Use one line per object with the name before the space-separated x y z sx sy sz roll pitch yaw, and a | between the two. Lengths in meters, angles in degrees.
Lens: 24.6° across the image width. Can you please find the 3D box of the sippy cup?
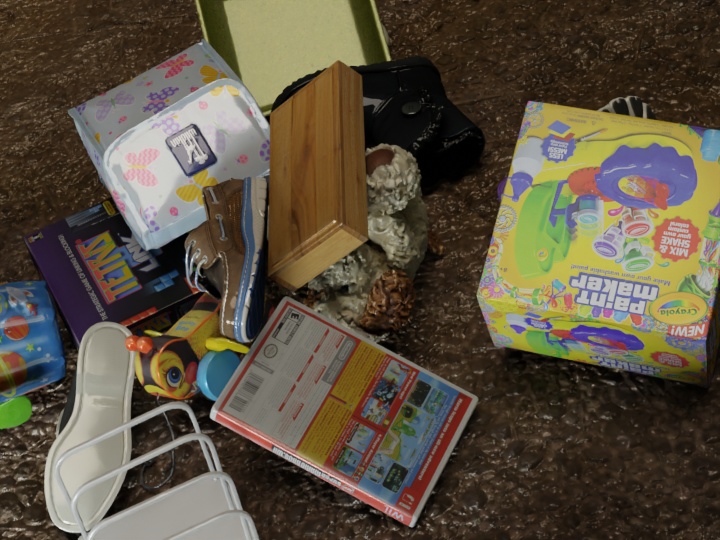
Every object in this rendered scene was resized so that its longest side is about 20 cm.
sippy cup | -0.352 0.069 1.576 0.129 0.140 0.180 -13 79 -15

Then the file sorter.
file sorter | -0.154 0.225 1.345 0.138 0.125 0.200 -24 42 -11

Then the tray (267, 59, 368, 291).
tray | -0.041 -0.089 1.515 0.098 0.037 0.202 -34 42 34

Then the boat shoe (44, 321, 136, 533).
boat shoe | -0.244 0.147 1.499 0.073 0.060 0.202 7 62 -9

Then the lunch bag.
lunch bag | -0.176 -0.120 1.640 0.168 0.128 0.200 -28 43 -8

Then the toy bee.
toy bee | -0.155 0.078 1.488 0.130 0.109 0.201 -15 40 29

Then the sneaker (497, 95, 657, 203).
sneaker | 0.216 -0.115 1.644 0.199 0.081 0.083 -25 9 -27

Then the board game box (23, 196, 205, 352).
board game box | -0.230 0.003 1.658 0.164 0.057 0.200 -25 42 -13

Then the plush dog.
plush dog | 0.000 0.000 1.560 0.199 0.160 0.173 -14 48 46

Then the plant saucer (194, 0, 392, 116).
plant saucer | -0.076 -0.269 1.863 0.198 0.048 0.202 -16 71 4

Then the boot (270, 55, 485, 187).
boot | 0.016 -0.148 1.734 0.198 0.077 0.169 -14 37 -9

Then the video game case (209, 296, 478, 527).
video game case | -0.012 0.119 1.437 0.199 0.018 0.143 27 52 7

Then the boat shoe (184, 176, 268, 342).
boat shoe | -0.122 -0.008 1.493 0.071 0.073 0.201 0 38 0

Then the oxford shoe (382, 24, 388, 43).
oxford shoe | -0.053 -0.291 1.929 0.199 0.058 0.075 26 56 18

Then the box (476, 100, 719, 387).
box | 0.226 -0.023 1.447 0.198 0.122 0.195 10 70 17
